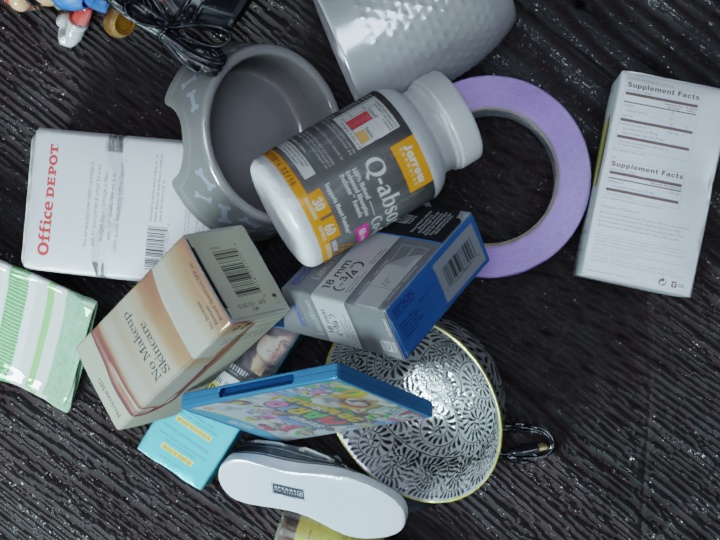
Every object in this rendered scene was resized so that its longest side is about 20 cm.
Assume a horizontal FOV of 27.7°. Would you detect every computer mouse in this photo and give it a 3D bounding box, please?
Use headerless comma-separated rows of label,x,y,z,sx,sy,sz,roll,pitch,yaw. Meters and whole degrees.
computer mouse,0.102,0.200,1.484,0.199,0.034,0.059,-20,87,4
computer mouse,-0.146,-0.286,1.405,0.138,0.053,0.200,37,68,-4

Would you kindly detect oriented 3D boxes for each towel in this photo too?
towel,-0.375,0.053,1.496,0.199,0.023,0.153,23,125,4

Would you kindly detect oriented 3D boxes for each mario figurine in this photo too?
mario figurine,-0.305,-0.276,1.456,0.106,0.200,0.124,-14,115,-37

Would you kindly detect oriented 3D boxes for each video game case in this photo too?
video game case,-0.052,0.129,1.393,0.199,0.143,0.018,-14,63,37

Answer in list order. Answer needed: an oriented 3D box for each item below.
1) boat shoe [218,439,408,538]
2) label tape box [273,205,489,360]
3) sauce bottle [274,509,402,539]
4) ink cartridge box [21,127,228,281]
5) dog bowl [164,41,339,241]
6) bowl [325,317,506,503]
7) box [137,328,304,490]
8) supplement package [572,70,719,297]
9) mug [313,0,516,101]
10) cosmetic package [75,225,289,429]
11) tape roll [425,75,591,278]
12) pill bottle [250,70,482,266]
boat shoe,-0.041,0.213,1.470,0.199,0.068,0.072,9,119,19
label tape box,0.000,0.000,1.393,0.144,0.199,0.063,-48,129,-31
sauce bottle,0.010,0.295,1.477,0.199,0.065,0.065,15,91,6
ink cartridge box,-0.233,-0.063,1.488,0.199,0.084,0.147,6,90,5
dog bowl,-0.099,-0.131,1.433,0.059,0.199,0.201,-6,89,48
bowl,0.072,0.119,1.440,0.200,0.094,0.202,14,117,30
box,-0.139,0.119,1.498,0.082,0.049,0.200,32,93,4
supplement package,0.283,-0.082,1.427,0.109,0.114,0.201,11,90,4
mug,0.046,-0.274,1.435,0.175,0.148,0.201,-23,82,-1
cosmetic package,-0.173,0.056,1.397,0.200,0.087,0.104,-44,71,35
tape roll,0.130,-0.092,1.466,0.199,0.066,0.201,0,91,5
pill bottle,0.007,-0.098,1.361,0.199,0.116,0.117,-30,87,-9
